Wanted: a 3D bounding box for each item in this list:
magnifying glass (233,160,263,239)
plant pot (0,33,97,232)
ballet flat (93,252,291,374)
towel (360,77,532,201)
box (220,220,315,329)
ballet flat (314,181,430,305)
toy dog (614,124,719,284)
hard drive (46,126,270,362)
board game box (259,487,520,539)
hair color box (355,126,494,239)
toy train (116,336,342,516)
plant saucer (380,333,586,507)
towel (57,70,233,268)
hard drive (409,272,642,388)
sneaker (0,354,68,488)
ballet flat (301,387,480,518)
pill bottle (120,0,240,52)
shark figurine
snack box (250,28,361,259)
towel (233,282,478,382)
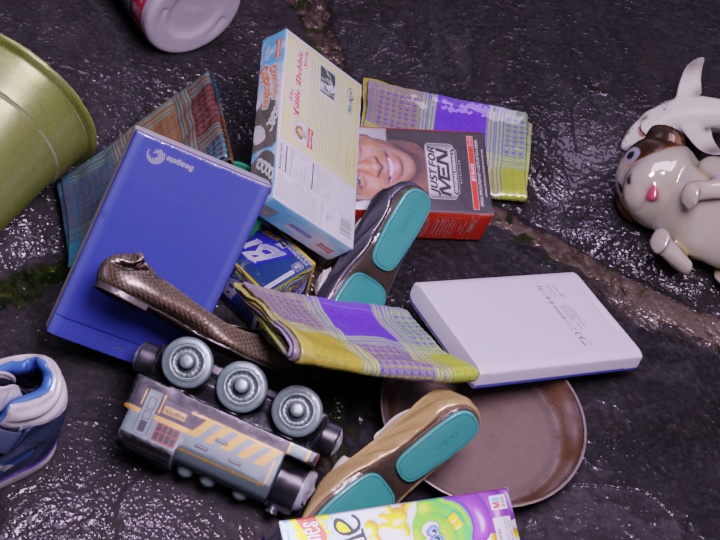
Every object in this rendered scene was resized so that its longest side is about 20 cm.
[{"bbox_3d":[-0.160,-0.015,1.466,0.080,0.022,0.200,31,79,19],"label":"magnifying glass"},{"bbox_3d":[-0.379,-0.097,1.450,0.200,0.200,0.190,24,62,6],"label":"plant pot"},{"bbox_3d":[-0.142,0.038,1.373,0.200,0.067,0.046,28,78,-21],"label":"ballet flat"},{"bbox_3d":[0.091,-0.143,1.703,0.200,0.023,0.144,13,48,-4],"label":"towel"},{"bbox_3d":[-0.138,-0.035,1.524,0.070,0.064,0.200,-32,64,-34],"label":"box"},{"bbox_3d":[0.000,0.000,1.517,0.073,0.073,0.200,28,79,9],"label":"ballet flat"},{"bbox_3d":[0.367,-0.074,1.646,0.200,0.140,0.194,29,37,10],"label":"toy dog"},{"bbox_3d":[-0.182,-0.013,1.397,0.132,0.200,0.025,22,12,-20],"label":"hard drive"},{"bbox_3d":[0.025,0.253,1.285,0.200,0.105,0.103,-6,71,-19],"label":"board game box"},{"bbox_3d":[0.031,-0.091,1.602,0.200,0.061,0.102,1,65,-12],"label":"hair color box"},{"bbox_3d":[-0.119,0.137,1.369,0.200,0.085,0.114,24,79,0],"label":"toy train"},{"bbox_3d":[0.114,0.144,1.463,0.200,0.032,0.200,7,49,-8],"label":"plant saucer"},{"bbox_3d":[-0.210,-0.094,1.482,0.022,0.200,0.147,40,22,-40],"label":"towel"},{"bbox_3d":[0.162,0.055,1.516,0.200,0.025,0.132,-4,41,-33],"label":"hard drive"},{"bbox_3d":[-0.330,0.138,1.273,0.200,0.147,0.081,-29,63,-33],"label":"sneaker"},{"bbox_3d":[0.018,0.177,1.378,0.200,0.069,0.063,-35,36,-11],"label":"ballet flat"},{"bbox_3d":[-0.230,-0.349,1.726,0.119,0.120,0.200,-19,57,-28],"label":"pill bottle"},{"bbox_3d":[0.420,-0.156,1.770,0.214,0.090,0.128,21,82,13],"label":"shark figurine"},{"bbox_3d":[-0.052,-0.124,1.508,0.116,0.037,0.200,33,48,-40],"label":"snack box"},{"bbox_3d":[-0.005,0.057,1.391,0.200,0.023,0.144,11,17,-30],"label":"towel"}]
